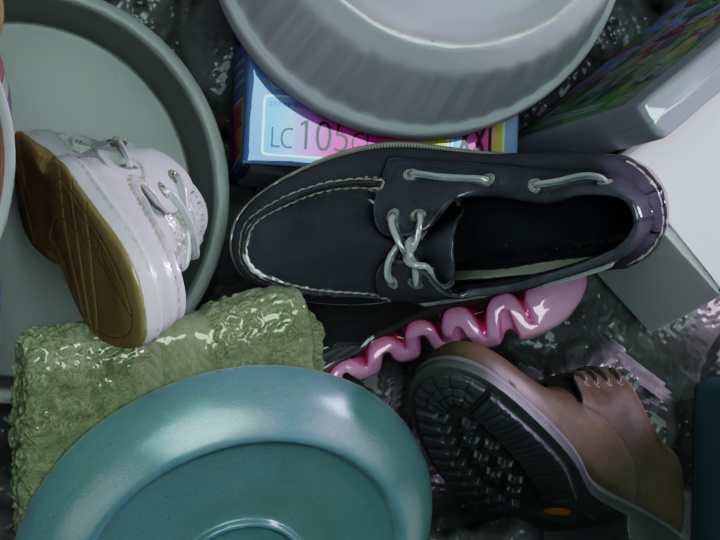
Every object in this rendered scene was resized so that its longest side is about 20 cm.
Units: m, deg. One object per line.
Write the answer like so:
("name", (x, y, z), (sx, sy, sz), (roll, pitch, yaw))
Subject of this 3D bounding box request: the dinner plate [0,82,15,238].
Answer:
("dinner plate", (-0.241, -0.038, 1.175), (0.200, 0.024, 0.201), (-11, 116, -24))

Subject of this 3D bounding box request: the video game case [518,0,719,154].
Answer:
("video game case", (0.168, -0.115, 1.321), (0.182, 0.200, 0.022), (-39, 96, -12))

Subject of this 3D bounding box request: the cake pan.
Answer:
("cake pan", (-0.163, -0.036, 1.334), (0.200, 0.037, 0.201), (1, 82, -10))

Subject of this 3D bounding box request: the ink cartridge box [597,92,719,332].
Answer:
("ink cartridge box", (0.201, -0.068, 1.348), (0.200, 0.147, 0.083), (-39, 88, -11))

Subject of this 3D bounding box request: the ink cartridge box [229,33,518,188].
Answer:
("ink cartridge box", (0.008, -0.139, 1.360), (0.136, 0.076, 0.200), (3, 81, -10))

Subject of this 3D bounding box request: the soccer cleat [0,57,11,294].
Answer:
("soccer cleat", (-0.190, -0.040, 1.271), (0.067, 0.076, 0.200), (0, 83, -10))

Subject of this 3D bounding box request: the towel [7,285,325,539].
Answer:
("towel", (-0.090, 0.100, 1.279), (0.148, 0.037, 0.200), (-9, 125, -16))

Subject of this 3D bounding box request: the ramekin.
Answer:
("ramekin", (0.033, -0.165, 1.281), (0.202, 0.094, 0.203), (1, 82, -10))

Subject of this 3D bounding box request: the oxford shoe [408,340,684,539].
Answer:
("oxford shoe", (0.088, 0.075, 1.320), (0.200, 0.073, 0.085), (41, 51, -45))

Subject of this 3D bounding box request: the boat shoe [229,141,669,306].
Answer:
("boat shoe", (0.035, -0.020, 1.245), (0.200, 0.063, 0.073), (-4, 96, 10))

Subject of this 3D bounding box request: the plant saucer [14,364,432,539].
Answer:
("plant saucer", (-0.058, 0.132, 1.275), (0.200, 0.027, 0.200), (-11, 126, -15))

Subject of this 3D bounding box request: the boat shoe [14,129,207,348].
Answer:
("boat shoe", (-0.100, -0.024, 1.229), (0.069, 0.200, 0.071), (-10, 113, -16))

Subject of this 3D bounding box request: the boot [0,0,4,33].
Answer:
("boot", (-0.250, -0.081, 1.257), (0.201, 0.144, 0.071), (-48, 125, 6))

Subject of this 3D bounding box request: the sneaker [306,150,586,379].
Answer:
("sneaker", (0.000, 0.000, 1.313), (0.200, 0.079, 0.096), (-18, 112, 4))

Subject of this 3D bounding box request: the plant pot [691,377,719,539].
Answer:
("plant pot", (0.249, 0.117, 1.307), (0.141, 0.200, 0.142), (4, 83, -10))
